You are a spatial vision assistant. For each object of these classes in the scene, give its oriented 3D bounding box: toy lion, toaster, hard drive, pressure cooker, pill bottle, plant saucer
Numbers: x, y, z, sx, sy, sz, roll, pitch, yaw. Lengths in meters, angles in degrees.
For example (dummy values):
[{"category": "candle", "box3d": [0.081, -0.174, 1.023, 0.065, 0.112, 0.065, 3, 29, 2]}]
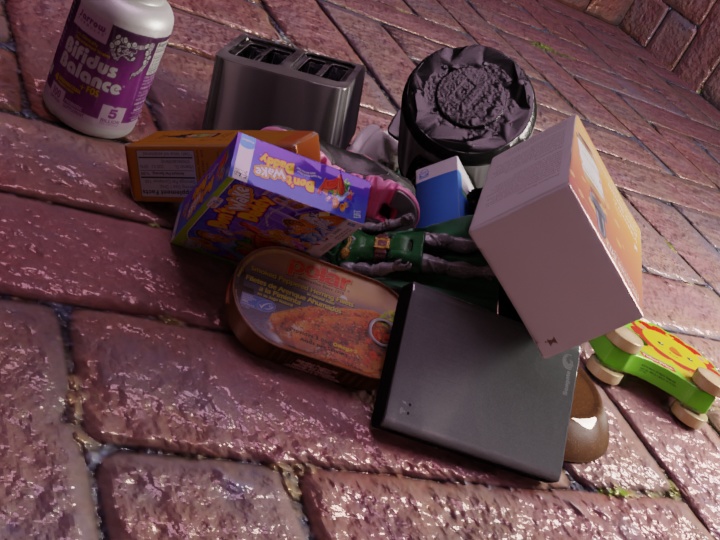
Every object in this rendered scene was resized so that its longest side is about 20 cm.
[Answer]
[{"category": "toy lion", "box3d": [0.384, 0.112, 1.300, 0.198, 0.069, 0.192, 27, 20, -6]}, {"category": "toaster", "box3d": [-0.098, -0.211, 1.263, 0.178, 0.120, 0.200, 14, 25, 4]}, {"category": "hard drive", "box3d": [0.116, 0.111, 0.966, 0.198, 0.033, 0.142, 20, 71, -20]}, {"category": "pressure cooker", "box3d": [0.135, -0.168, 1.292, 0.176, 0.201, 0.178, -16, 67, -8]}, {"category": "pill bottle", "box3d": [-0.275, -0.260, 1.116, 0.111, 0.202, 0.113, 22, 27, -12]}, {"category": "plant saucer", "box3d": [0.199, 0.127, 1.108, 0.198, 0.037, 0.201, 24, 26, -13]}]

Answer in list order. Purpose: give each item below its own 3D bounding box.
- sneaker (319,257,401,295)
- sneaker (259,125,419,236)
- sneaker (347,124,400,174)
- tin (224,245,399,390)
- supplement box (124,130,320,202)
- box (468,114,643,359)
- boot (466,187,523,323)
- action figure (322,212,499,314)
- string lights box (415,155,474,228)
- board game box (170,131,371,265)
[{"category": "sneaker", "box3d": [0.000, 0.000, 1.111, 0.087, 0.075, 0.201, 20, 27, -55]}, {"category": "sneaker", "box3d": [-0.024, -0.106, 1.094, 0.198, 0.080, 0.096, 27, 31, -3]}, {"category": "sneaker", "box3d": [0.037, -0.148, 1.375, 0.088, 0.076, 0.200, 42, 23, 10]}, {"category": "tin", "box3d": [-0.037, 0.047, 0.967, 0.198, 0.042, 0.113, 21, 55, -18]}, {"category": "supplement box", "box3d": [-0.143, -0.109, 1.040, 0.197, 0.070, 0.067, 5, 21, 20]}, {"category": "box", "box3d": [0.200, -0.039, 0.991, 0.153, 0.105, 0.201, 57, 25, -16]}, {"category": "boot", "box3d": [0.169, -0.011, 1.104, 0.198, 0.072, 0.165, -54, 125, -69]}, {"category": "action figure", "box3d": [0.046, -0.018, 1.026, 0.197, 0.055, 0.119, 3, 54, 8]}, {"category": "string lights box", "box3d": [0.108, -0.024, 1.143, 0.202, 0.058, 0.103, -86, 152, -45]}, {"category": "board game box", "box3d": [-0.093, -0.055, 0.966, 0.133, 0.200, 0.045, 19, 67, -20]}]
